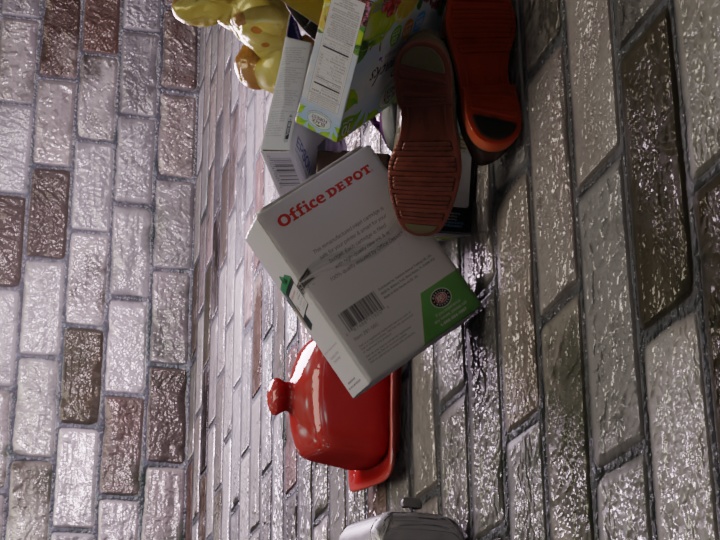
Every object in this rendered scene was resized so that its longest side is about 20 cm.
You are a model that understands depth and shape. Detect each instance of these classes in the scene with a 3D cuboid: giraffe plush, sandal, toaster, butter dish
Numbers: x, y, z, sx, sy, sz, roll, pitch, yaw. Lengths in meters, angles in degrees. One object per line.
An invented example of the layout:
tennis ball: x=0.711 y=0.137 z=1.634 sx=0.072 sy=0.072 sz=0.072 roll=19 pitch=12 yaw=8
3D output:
giraffe plush: x=-0.108 y=-0.282 z=1.818 sx=0.199 sy=0.172 sz=0.163 roll=26 pitch=146 yaw=44
sandal: x=0.032 y=-0.185 z=1.733 sx=0.203 sy=0.049 sz=0.083 roll=-79 pitch=-30 yaw=-59
toaster: x=0.041 y=0.328 z=1.487 sx=0.129 sy=0.113 sz=0.201 roll=129 pitch=145 yaw=-63
butter dish: x=-0.038 y=0.152 z=1.790 sx=0.200 sy=0.147 sz=0.201 roll=139 pitch=135 yaw=-71

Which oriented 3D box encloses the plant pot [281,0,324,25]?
plant pot: x=0.023 y=-0.368 z=1.575 sx=0.176 sy=0.199 sz=0.201 roll=-39 pitch=26 yaw=46

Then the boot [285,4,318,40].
boot: x=0.000 y=-0.302 z=1.720 sx=0.073 sy=0.199 sz=0.151 roll=-55 pitch=21 yaw=28

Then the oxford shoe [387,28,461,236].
oxford shoe: x=0.066 y=-0.132 z=1.449 sx=0.074 sy=0.070 sz=0.201 roll=-72 pitch=-14 yaw=-63

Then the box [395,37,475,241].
box: x=0.078 y=-0.134 z=1.594 sx=0.117 sy=0.060 sz=0.202 roll=167 pitch=108 yaw=-76

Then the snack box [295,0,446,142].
snack box: x=0.018 y=-0.221 z=1.430 sx=0.200 sy=0.053 sz=0.143 roll=-41 pitch=-27 yaw=-54

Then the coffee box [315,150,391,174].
coffee box: x=0.002 y=-0.072 z=1.706 sx=0.200 sy=0.079 sz=0.115 roll=5 pitch=-91 yaw=-82

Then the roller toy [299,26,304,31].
roller toy: x=-0.027 y=-0.390 z=1.942 sx=0.200 sy=0.139 sz=0.184 roll=-105 pitch=31 yaw=-71

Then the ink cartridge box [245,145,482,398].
ink cartridge box: x=0.000 y=0.000 z=1.506 sx=0.201 sy=0.146 sz=0.084 roll=55 pitch=161 yaw=6

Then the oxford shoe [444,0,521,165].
oxford shoe: x=0.110 y=-0.198 z=1.468 sx=0.073 sy=0.071 sz=0.201 roll=116 pitch=155 yaw=-67

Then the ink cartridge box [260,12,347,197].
ink cartridge box: x=-0.057 y=-0.160 z=1.719 sx=0.200 sy=0.040 sz=0.201 roll=69 pitch=-155 yaw=-58
